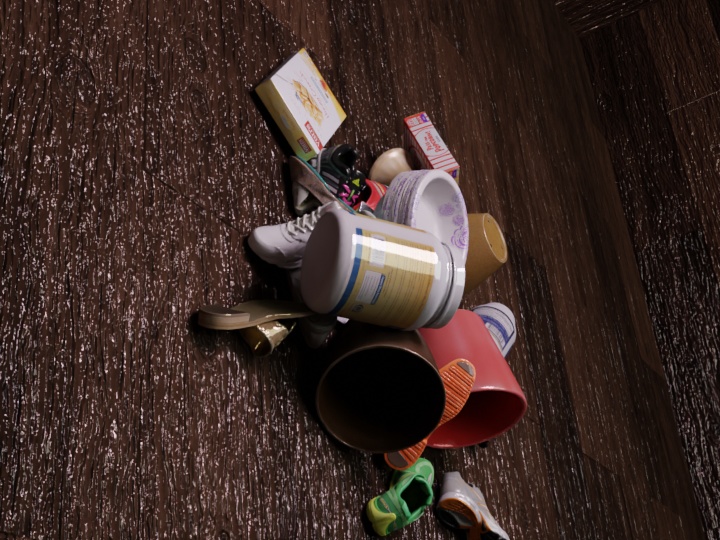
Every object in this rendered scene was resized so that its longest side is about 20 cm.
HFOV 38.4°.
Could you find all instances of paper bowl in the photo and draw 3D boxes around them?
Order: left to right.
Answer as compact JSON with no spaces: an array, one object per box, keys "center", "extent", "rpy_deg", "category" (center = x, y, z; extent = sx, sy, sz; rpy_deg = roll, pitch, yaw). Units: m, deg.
[{"center":[0.091,-0.063,1.700],"extent":[0.200,0.104,0.203],"rpy_deg":[2,87,-56],"category":"paper bowl"}]

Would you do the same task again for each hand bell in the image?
[{"center":[0.110,-0.129,1.848],"extent":[0.200,0.104,0.104],"rpy_deg":[42,4,42],"category":"hand bell"}]

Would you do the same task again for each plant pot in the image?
[{"center":[0.030,0.136,1.546],"extent":[0.187,0.186,0.200],"rpy_deg":[55,17,-25],"category":"plant pot"},{"center":[0.155,-0.024,1.858],"extent":[0.186,0.199,0.188],"rpy_deg":[41,37,-41],"category":"plant pot"},{"center":[0.162,0.177,1.751],"extent":[0.200,0.200,0.178],"rpy_deg":[36,32,-48],"category":"plant pot"}]

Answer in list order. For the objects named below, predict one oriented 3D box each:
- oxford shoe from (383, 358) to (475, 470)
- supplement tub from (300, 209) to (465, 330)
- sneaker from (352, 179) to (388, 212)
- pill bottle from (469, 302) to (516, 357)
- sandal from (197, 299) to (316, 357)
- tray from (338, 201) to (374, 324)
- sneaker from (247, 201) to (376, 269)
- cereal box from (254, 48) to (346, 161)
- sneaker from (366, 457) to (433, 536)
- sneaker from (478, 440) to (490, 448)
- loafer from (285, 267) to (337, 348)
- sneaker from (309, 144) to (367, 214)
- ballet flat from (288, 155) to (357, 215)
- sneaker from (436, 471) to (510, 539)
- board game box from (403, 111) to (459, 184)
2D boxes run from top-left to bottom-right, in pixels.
[{"center":[0.102,0.216,1.606],"extent":[0.071,0.200,0.073],"rpy_deg":[41,1,-3],"category":"oxford shoe"},{"center":[0.031,0.004,1.441],"extent":[0.199,0.145,0.146],"rpy_deg":[13,53,-23],"category":"supplement tub"},{"center":[0.012,-0.075,1.792],"extent":[0.085,0.077,0.201],"rpy_deg":[25,44,-27],"category":"sneaker"},{"center":[0.239,0.132,2.001],"extent":[0.112,0.110,0.200],"rpy_deg":[65,26,-7],"category":"pill bottle"},{"center":[-0.142,0.082,1.383],"extent":[0.211,0.077,0.070],"rpy_deg":[-2,103,-56],"category":"sandal"},{"center":[0.000,0.000,1.676],"extent":[0.107,0.022,0.202],"rpy_deg":[36,62,-51],"category":"tray"},{"center":[-0.066,-0.062,1.502],"extent":[0.198,0.100,0.078],"rpy_deg":[-4,45,-25],"category":"sneaker"},{"center":[-0.096,-0.280,1.731],"extent":[0.144,0.039,0.200],"rpy_deg":[57,24,-17],"category":"cereal box"},{"center":[0.079,0.341,1.566],"extent":[0.075,0.083,0.200],"rpy_deg":[66,25,-4],"category":"sneaker"},{"center":[0.233,0.273,1.942],"extent":[0.199,0.075,0.117],"rpy_deg":[0,75,-51],"category":"sneaker"},{"center":[-0.080,0.024,1.535],"extent":[0.071,0.063,0.201],"rpy_deg":[3,48,-18],"category":"loafer"},{"center":[-0.032,-0.128,1.702],"extent":[0.074,0.087,0.201],"rpy_deg":[35,42,-49],"category":"sneaker"},{"center":[-0.063,-0.101,1.626],"extent":[0.200,0.067,0.068],"rpy_deg":[44,-14,20],"category":"ballet flat"},{"center":[0.199,0.415,1.758],"extent":[0.200,0.075,0.092],"rpy_deg":[53,25,-31],"category":"sneaker"},{"center":[0.132,-0.174,1.945],"extent":[0.201,0.046,0.152],"rpy_deg":[86,-19,-53],"category":"board game box"}]
